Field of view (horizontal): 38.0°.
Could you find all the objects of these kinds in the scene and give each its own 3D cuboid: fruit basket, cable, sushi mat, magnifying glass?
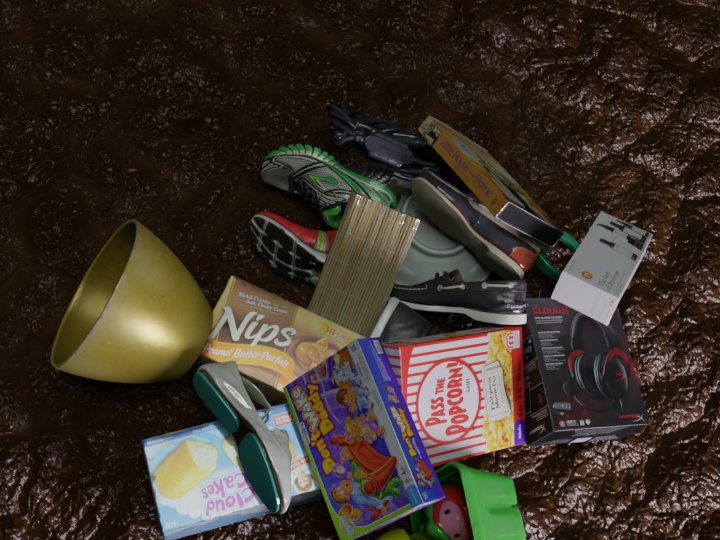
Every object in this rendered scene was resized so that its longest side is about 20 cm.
[{"bbox_3d":[0.088,0.341,1.230,0.214,0.156,0.217,12,60,-22],"label":"fruit basket"},{"bbox_3d":[0.042,-0.172,1.452,0.199,0.163,0.051,18,108,-24],"label":"cable"},{"bbox_3d":[0.000,0.000,1.343,0.095,0.201,0.012,21,28,-1],"label":"sushi mat"},{"bbox_3d":[0.231,-0.049,1.452,0.199,0.022,0.080,32,51,-12],"label":"magnifying glass"}]

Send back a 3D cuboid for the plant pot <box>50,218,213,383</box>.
[{"bbox_3d":[-0.266,0.059,1.281,0.142,0.200,0.201,31,63,-23],"label":"plant pot"}]

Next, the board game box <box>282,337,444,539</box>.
[{"bbox_3d":[0.000,0.198,1.219,0.045,0.134,0.201,1,60,-51],"label":"board game box"}]

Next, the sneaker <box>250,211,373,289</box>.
[{"bbox_3d":[-0.055,-0.026,1.410,0.199,0.077,0.085,28,46,0],"label":"sneaker"}]

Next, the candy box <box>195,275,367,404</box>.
[{"bbox_3d":[-0.103,0.103,1.343,0.199,0.055,0.116,24,66,3],"label":"candy box"}]

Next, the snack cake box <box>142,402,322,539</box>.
[{"bbox_3d":[-0.155,0.243,1.268,0.199,0.067,0.116,-13,68,-14],"label":"snack cake box"}]

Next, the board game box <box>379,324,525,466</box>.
[{"bbox_3d":[0.115,0.154,1.287,0.199,0.046,0.153,-7,96,-35],"label":"board game box"}]

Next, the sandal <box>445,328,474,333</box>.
[{"bbox_3d":[0.110,0.114,1.378,0.199,0.043,0.077,-4,67,-10],"label":"sandal"}]

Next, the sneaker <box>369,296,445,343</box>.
[{"bbox_3d":[0.043,0.140,1.319,0.099,0.071,0.201,23,75,10],"label":"sneaker"}]

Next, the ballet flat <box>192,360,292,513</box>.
[{"bbox_3d":[-0.123,0.187,1.231,0.069,0.070,0.201,-29,72,-19],"label":"ballet flat"}]

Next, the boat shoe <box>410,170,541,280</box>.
[{"bbox_3d":[0.154,-0.068,1.391,0.200,0.071,0.063,40,72,-5],"label":"boat shoe"}]

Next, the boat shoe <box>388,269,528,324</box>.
[{"bbox_3d":[0.124,0.029,1.361,0.199,0.074,0.061,8,95,34],"label":"boat shoe"}]

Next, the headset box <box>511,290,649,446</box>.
[{"bbox_3d":[0.275,0.120,1.369,0.148,0.075,0.201,1,66,-22],"label":"headset box"}]

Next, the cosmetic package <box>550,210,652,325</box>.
[{"bbox_3d":[0.328,-0.008,1.405,0.082,0.051,0.200,25,35,14],"label":"cosmetic package"}]

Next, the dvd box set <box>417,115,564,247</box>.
[{"bbox_3d":[0.175,-0.120,1.407,0.029,0.146,0.200,-50,49,17],"label":"dvd box set"}]

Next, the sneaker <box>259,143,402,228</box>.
[{"bbox_3d":[-0.049,-0.110,1.418,0.199,0.078,0.086,18,61,14],"label":"sneaker"}]

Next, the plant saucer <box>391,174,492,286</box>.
[{"bbox_3d":[0.104,-0.061,1.450,0.198,0.050,0.202,3,67,-7],"label":"plant saucer"}]
